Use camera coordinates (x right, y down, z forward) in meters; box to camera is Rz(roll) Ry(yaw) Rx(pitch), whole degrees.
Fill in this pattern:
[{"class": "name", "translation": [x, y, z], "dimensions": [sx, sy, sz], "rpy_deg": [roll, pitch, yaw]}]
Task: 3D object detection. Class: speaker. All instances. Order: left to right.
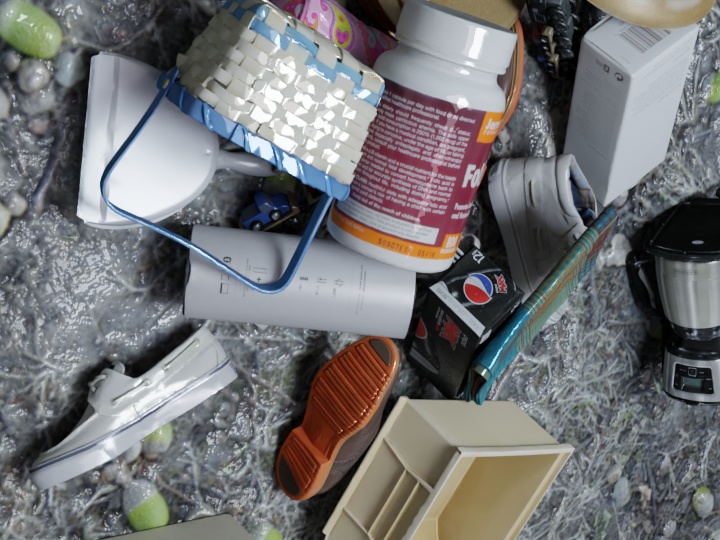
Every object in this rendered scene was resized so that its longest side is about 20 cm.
[{"class": "speaker", "translation": [-0.052, 0.010, 1.029], "dimensions": [0.197, 0.081, 0.082], "rpy_deg": [5, 105, -6]}]

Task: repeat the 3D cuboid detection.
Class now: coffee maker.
[{"class": "coffee maker", "translation": [0.419, 0.030, 1.385], "dimensions": [0.191, 0.134, 0.202], "rpy_deg": [-26, 119, -26]}]

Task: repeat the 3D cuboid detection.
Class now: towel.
[{"class": "towel", "translation": [0.170, 0.039, 1.127], "dimensions": [0.200, 0.022, 0.147], "rpy_deg": [-48, 167, -12]}]

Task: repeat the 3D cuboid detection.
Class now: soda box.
[{"class": "soda box", "translation": [0.097, 0.056, 1.141], "dimensions": [0.063, 0.071, 0.201], "rpy_deg": [-41, 164, -19]}]

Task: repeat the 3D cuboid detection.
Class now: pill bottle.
[{"class": "pill bottle", "translation": [0.052, -0.111, 0.974], "dimensions": [0.113, 0.114, 0.202], "rpy_deg": [6, 110, -36]}]

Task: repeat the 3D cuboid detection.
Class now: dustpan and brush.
[{"class": "dustpan and brush", "translation": [-0.145, -0.099, 1.006], "dimensions": [0.198, 0.057, 0.142], "rpy_deg": [5, 91, -30]}]

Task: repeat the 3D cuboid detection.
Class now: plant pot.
[{"class": "plant pot", "translation": [0.262, -0.317, 1.137], "dimensions": [0.198, 0.202, 0.028], "rpy_deg": [-16, 157, -30]}]

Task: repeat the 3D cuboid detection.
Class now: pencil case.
[{"class": "pencil case", "translation": [-0.003, -0.177, 1.052], "dimensions": [0.199, 0.087, 0.088], "rpy_deg": [27, 89, -39]}]

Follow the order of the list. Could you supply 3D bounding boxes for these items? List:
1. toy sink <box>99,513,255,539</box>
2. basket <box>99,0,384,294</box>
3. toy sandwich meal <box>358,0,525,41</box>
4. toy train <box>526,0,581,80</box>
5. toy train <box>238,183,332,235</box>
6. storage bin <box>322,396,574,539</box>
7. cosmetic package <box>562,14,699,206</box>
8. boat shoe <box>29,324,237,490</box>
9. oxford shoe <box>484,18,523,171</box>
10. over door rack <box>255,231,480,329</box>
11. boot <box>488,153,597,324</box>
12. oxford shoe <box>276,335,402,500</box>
[{"class": "toy sink", "translation": [-0.178, 0.314, 1.066], "dimensions": [0.198, 0.130, 0.114], "rpy_deg": [-5, 109, -34]}, {"class": "basket", "translation": [-0.084, -0.099, 0.932], "dimensions": [0.175, 0.139, 0.201], "rpy_deg": [31, 92, -28]}, {"class": "toy sandwich meal", "translation": [0.078, -0.291, 1.085], "dimensions": [0.203, 0.070, 0.208], "rpy_deg": [-5, 98, -38]}, {"class": "toy train", "translation": [0.185, -0.227, 1.137], "dimensions": [0.200, 0.045, 0.035], "rpy_deg": [37, 72, -72]}, {"class": "toy train", "translation": [-0.028, -0.080, 1.053], "dimensions": [0.198, 0.034, 0.046], "rpy_deg": [-31, 126, 6]}, {"class": "storage bin", "translation": [0.083, 0.231, 1.196], "dimensions": [0.199, 0.094, 0.200], "rpy_deg": [7, 118, -50]}, {"class": "cosmetic package", "translation": [0.268, -0.170, 1.201], "dimensions": [0.101, 0.074, 0.201], "rpy_deg": [-35, 152, -21]}, {"class": "boat shoe", "translation": [-0.204, 0.113, 1.028], "dimensions": [0.199, 0.071, 0.070], "rpy_deg": [-31, 94, -18]}, {"class": "oxford shoe", "translation": [0.098, -0.156, 1.140], "dimensions": [0.072, 0.071, 0.203], "rpy_deg": [17, 94, -30]}, {"class": "over door rack", "translation": [0.000, 0.000, 1.133], "dimensions": [0.200, 0.067, 0.147], "rpy_deg": [-47, 127, 5]}, {"class": "boot", "translation": [0.204, -0.029, 1.228], "dimensions": [0.074, 0.094, 0.202], "rpy_deg": [-60, 135, -44]}, {"class": "oxford shoe", "translation": [-0.010, 0.137, 1.141], "dimensions": [0.072, 0.072, 0.201], "rpy_deg": [-2, 136, -46]}]
